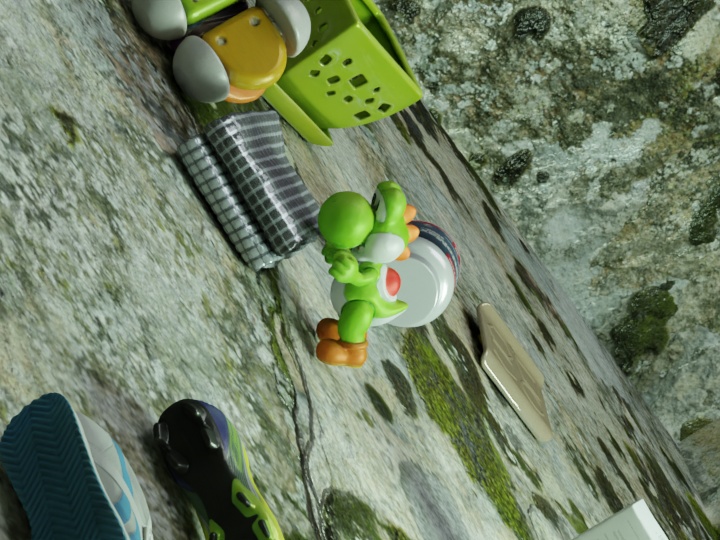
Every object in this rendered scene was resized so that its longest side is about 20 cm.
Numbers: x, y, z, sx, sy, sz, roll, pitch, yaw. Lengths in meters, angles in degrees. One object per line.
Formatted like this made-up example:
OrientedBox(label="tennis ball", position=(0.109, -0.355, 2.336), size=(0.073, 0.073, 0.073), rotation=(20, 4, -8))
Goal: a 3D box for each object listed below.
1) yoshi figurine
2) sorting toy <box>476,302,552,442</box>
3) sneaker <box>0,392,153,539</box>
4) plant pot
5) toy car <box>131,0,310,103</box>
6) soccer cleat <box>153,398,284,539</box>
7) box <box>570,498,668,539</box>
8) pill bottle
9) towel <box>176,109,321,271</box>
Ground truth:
OrientedBox(label="yoshi figurine", position=(-0.015, -0.005, 1.755), size=(0.112, 0.201, 0.112), rotation=(29, 24, 31))
OrientedBox(label="sorting toy", position=(0.237, 0.163, 2.621), size=(0.185, 0.036, 0.200), rotation=(52, 17, -18))
OrientedBox(label="sneaker", position=(-0.155, 0.166, 0.985), size=(0.081, 0.076, 0.200), rotation=(46, 18, -47))
OrientedBox(label="plant pot", position=(-0.056, -0.307, 2.331), size=(0.199, 0.181, 0.200), rotation=(43, 17, -48))
OrientedBox(label="toy car", position=(-0.171, -0.289, 1.963), size=(0.200, 0.175, 0.150), rotation=(56, -22, 2))
OrientedBox(label="soccer cleat", position=(-0.088, 0.183, 1.221), size=(0.201, 0.065, 0.084), rotation=(62, 11, 26))
OrientedBox(label="box", position=(0.244, 0.348, 1.756), size=(0.125, 0.200, 0.097), rotation=(59, 12, 11))
OrientedBox(label="pill bottle", position=(0.065, 0.008, 2.138), size=(0.120, 0.119, 0.200), rotation=(55, 13, -5))
OrientedBox(label="towel", position=(-0.108, -0.092, 1.804), size=(0.166, 0.085, 0.200), rotation=(57, 12, -1))
